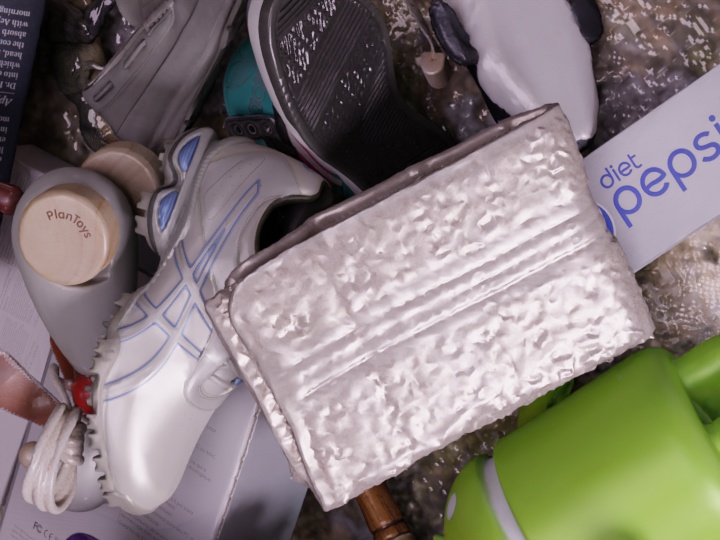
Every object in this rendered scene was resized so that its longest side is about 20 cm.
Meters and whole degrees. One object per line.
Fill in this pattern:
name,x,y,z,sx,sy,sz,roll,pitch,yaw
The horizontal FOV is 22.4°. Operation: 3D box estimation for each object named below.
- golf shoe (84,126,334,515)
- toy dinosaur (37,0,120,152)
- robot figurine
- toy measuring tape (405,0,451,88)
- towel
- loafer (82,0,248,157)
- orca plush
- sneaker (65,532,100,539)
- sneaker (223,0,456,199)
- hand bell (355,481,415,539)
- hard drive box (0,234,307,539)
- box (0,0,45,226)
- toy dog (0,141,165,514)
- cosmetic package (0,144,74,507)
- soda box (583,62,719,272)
golf shoe,-0.074,0.031,0.916,0.097,0.078,0.202,13,87,25
toy dinosaur,-0.162,-0.157,1.057,0.088,0.047,0.201,-33,81,29
robot figurine,0.129,0.118,0.928,0.199,0.116,0.176,-34,47,15
toy measuring tape,-0.023,-0.169,0.970,0.073,0.073,0.201,-36,69,22
towel,0.034,0.020,0.891,0.199,0.034,0.133,-27,106,-1
loafer,-0.096,-0.139,0.959,0.069,0.070,0.200,30,132,-3
orca plush,0.054,-0.137,0.958,0.200,0.105,0.071,52,143,5
sneaker,-0.064,0.173,0.946,0.199,0.081,0.084,19,77,-1
sneaker,-0.031,-0.102,0.948,0.120,0.200,0.084,29,75,37
hand bell,0.016,0.140,1.014,0.104,0.104,0.201,-32,72,22
hard drive box,-0.108,0.099,1.031,0.155,0.077,0.201,29,108,32
box,-0.266,-0.113,1.035,0.148,0.106,0.201,32,112,51
toy dog,-0.167,0.024,0.961,0.096,0.132,0.202,13,89,13
cosmetic package,-0.207,0.033,1.095,0.082,0.051,0.201,26,106,15
soda box,0.149,-0.043,0.931,0.199,0.068,0.064,-35,86,23
